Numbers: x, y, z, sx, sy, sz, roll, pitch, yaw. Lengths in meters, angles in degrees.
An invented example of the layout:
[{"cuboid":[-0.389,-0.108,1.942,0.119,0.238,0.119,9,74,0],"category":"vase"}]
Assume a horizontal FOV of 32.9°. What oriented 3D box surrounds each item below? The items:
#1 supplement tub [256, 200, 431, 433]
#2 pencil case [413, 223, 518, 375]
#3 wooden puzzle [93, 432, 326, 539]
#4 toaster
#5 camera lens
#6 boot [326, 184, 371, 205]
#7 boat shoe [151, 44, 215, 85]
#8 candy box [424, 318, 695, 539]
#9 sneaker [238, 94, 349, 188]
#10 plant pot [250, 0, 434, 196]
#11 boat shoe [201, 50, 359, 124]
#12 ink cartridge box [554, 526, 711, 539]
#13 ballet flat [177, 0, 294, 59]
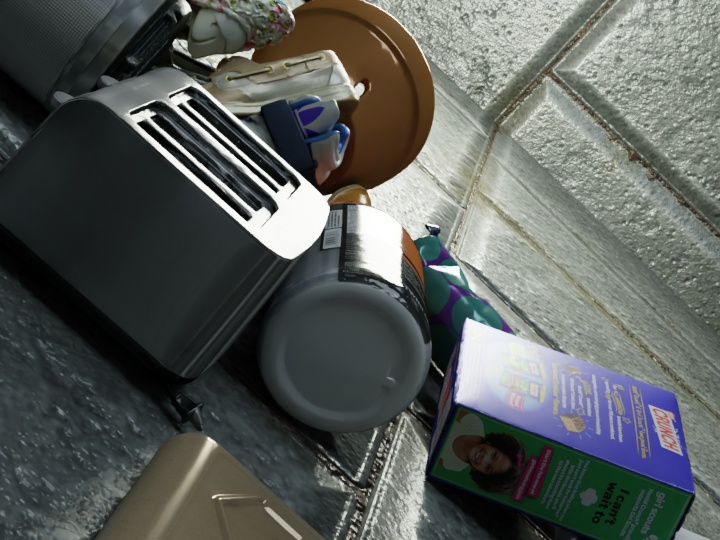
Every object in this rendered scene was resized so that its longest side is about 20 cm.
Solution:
[{"cuboid":[-0.011,0.024,0.914,0.122,0.123,0.200,40,16,-13],"category":"supplement tub"},{"cuboid":[0.099,0.056,1.167,0.092,0.085,0.200,-7,52,-48],"category":"pencil case"},{"cuboid":[-0.043,0.181,0.592,0.200,0.046,0.185,38,16,-3],"category":"wooden puzzle"},{"cuboid":[-0.122,-0.031,0.784,0.200,0.119,0.181,42,17,-4],"category":"toaster"},{"cuboid":[-0.236,-0.226,0.924,0.200,0.160,0.160,41,16,-9],"category":"camera lens"},{"cuboid":[0.000,0.000,1.123,0.144,0.071,0.201,51,20,3],"category":"boot"},{"cuboid":[-0.201,-0.197,1.108,0.199,0.064,0.071,24,25,-47],"category":"boat shoe"},{"cuboid":[0.163,0.134,1.004,0.199,0.077,0.169,19,23,1],"category":"candy box"},{"cuboid":[-0.091,-0.108,0.987,0.200,0.146,0.081,20,40,-59],"category":"sneaker"},{"cuboid":[-0.040,-0.157,1.209,0.200,0.200,0.140,43,32,-1],"category":"plant pot"},{"cuboid":[-0.102,-0.154,1.071,0.199,0.074,0.070,-11,73,-23],"category":"boat shoe"},{"cuboid":[0.244,0.260,0.939,0.198,0.041,0.200,23,22,2],"category":"ink cartridge box"},{"cuboid":[-0.158,-0.216,1.047,0.199,0.076,0.064,13,58,-5],"category":"ballet flat"}]
